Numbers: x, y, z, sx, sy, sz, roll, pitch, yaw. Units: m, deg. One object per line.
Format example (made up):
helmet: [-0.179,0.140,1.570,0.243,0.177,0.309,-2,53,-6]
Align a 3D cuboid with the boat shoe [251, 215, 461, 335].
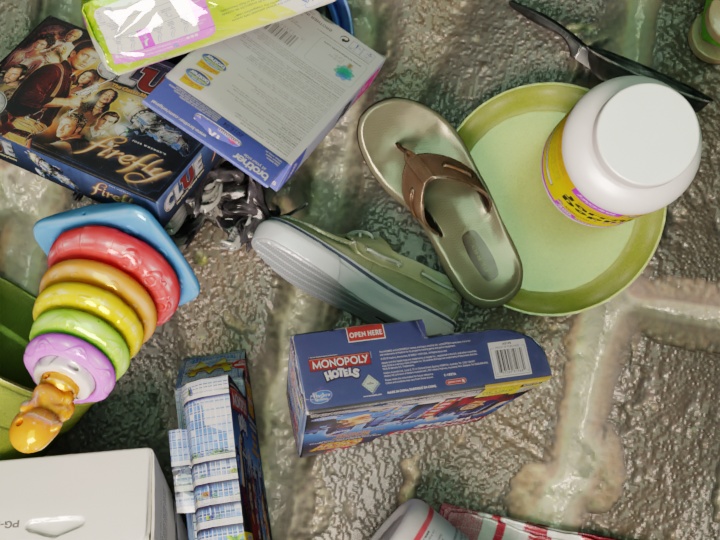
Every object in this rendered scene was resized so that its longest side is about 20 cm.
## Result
boat shoe: [0.000,0.000,1.070,0.200,0.072,0.062,30,70,-26]

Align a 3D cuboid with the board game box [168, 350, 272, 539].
board game box: [-0.117,0.155,1.040,0.061,0.200,0.201,-9,74,-1]

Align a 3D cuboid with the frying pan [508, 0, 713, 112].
frying pan: [0.205,-0.174,1.069,0.190,0.115,0.031,23,107,2]

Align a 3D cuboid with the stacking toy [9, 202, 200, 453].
stacking toy: [-0.207,0.055,0.946,0.116,0.110,0.200,-7,43,25]

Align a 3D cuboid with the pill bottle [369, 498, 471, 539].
pill bottle: [0.088,0.286,1.032,0.200,0.109,0.109,40,89,0]

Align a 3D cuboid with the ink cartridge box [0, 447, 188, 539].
ink cartridge box: [-0.215,0.227,1.010,0.144,0.200,0.085,-5,53,0]

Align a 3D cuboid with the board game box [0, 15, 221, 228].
board game box: [-0.208,-0.124,1.031,0.200,0.035,0.136,23,55,16]

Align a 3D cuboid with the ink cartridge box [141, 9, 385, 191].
ink cartridge box: [-0.075,-0.142,1.008,0.119,0.042,0.200,35,46,2]

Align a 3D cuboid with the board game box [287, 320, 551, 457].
board game box: [0.019,0.096,1.030,0.199,0.200,0.062,-6,74,-21]

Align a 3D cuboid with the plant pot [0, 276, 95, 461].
plant pot: [-0.340,0.119,1.037,0.200,0.200,0.193,36,100,2]

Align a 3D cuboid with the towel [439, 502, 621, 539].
towel: [0.150,0.291,1.096,0.199,0.023,0.145,12,89,1]

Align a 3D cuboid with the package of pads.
package of pads: [-0.121,-0.236,1.010,0.199,0.155,0.068,-19,123,0]

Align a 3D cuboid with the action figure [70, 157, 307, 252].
action figure: [-0.151,-0.051,1.067,0.199,0.119,0.102,19,58,8]

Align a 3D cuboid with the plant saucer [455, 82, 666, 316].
plant saucer: [0.162,-0.061,1.103,0.199,0.031,0.201,0,89,1]

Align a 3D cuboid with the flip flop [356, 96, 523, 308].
flip flop: [0.070,-0.058,1.060,0.081,0.058,0.200,-30,88,0]

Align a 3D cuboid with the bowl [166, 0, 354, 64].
bowl: [-0.106,-0.197,1.106,0.200,0.039,0.201,0,88,0]

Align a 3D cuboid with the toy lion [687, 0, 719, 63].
toy lion: [0.409,-0.239,1.095,0.200,0.069,0.192,25,82,2]

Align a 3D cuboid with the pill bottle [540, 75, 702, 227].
pill bottle: [0.202,-0.091,0.988,0.104,0.200,0.105,0,88,1]
